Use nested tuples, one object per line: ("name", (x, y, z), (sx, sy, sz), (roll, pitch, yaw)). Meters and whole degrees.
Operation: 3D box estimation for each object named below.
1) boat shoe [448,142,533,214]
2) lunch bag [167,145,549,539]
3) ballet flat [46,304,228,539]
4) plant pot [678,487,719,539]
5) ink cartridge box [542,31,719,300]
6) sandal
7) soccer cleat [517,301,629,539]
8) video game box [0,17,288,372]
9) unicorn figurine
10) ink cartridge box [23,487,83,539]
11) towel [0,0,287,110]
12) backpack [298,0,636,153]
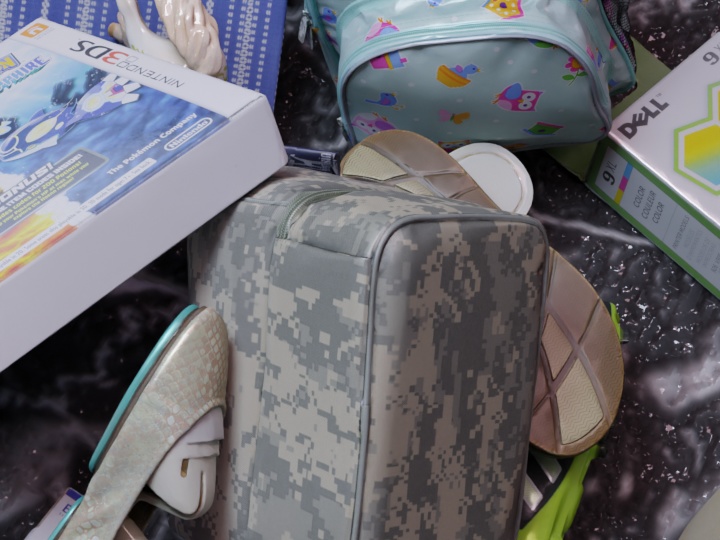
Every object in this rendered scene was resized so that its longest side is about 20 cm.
("boat shoe", (0.000, 0.000, 1.403), (0.200, 0.062, 0.075), (-36, 80, -21))
("lunch bag", (-0.016, 0.048, 1.273), (0.168, 0.200, 0.139), (11, 10, 39))
("ballet flat", (-0.100, 0.111, 1.225), (0.062, 0.067, 0.200), (34, 101, 11))
("plant pot", (0.258, 0.126, 1.281), (0.187, 0.200, 0.188), (4, 56, -7))
("ink cartridge box", (0.194, -0.061, 1.478), (0.200, 0.059, 0.104), (41, 61, 18))
("sandal", (0.061, 0.013, 1.354), (0.080, 0.054, 0.200), (-34, 67, -16))
("soccer cleat", (0.081, 0.092, 1.358), (0.081, 0.068, 0.200), (17, 58, 10))
("video game box", (-0.165, -0.037, 1.252), (0.200, 0.047, 0.182), (-38, 36, -28))
("unicorn figurine", (-0.095, -0.082, 1.371), (0.074, 0.200, 0.137), (-33, 70, -9))
("ink cartridge box", (-0.158, 0.204, 1.260), (0.099, 0.039, 0.200), (33, 59, 13))
("towel", (-0.142, -0.118, 1.433), (0.200, 0.024, 0.145), (7, 100, -5))
("backpack", (0.053, -0.152, 1.409), (0.175, 0.200, 0.154), (-5, 54, 11))
